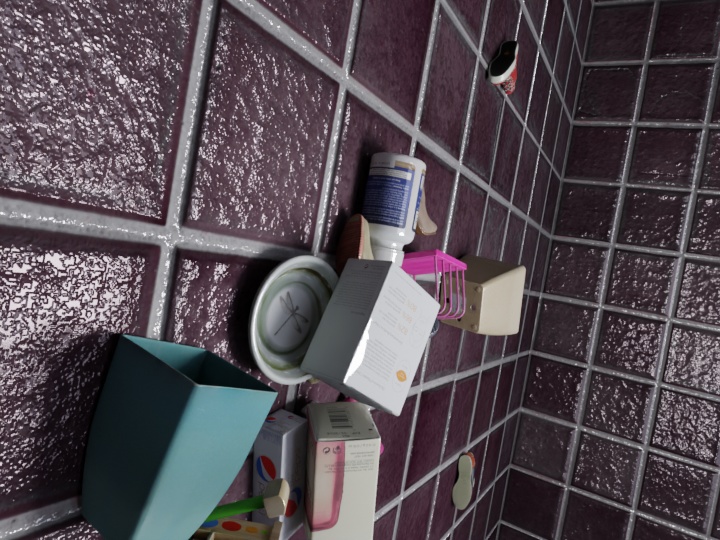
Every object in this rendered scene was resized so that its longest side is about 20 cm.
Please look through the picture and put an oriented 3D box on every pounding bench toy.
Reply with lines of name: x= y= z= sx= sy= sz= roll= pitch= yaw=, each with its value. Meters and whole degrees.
pounding bench toy: x=-0.186 y=0.362 z=0.664 sx=0.124 sy=0.153 sz=0.204 roll=136 pitch=-33 yaw=-86

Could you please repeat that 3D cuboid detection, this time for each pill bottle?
pill bottle: x=0.057 y=-0.115 z=0.986 sx=0.110 sy=0.109 sz=0.204 roll=9 pitch=91 yaw=-60

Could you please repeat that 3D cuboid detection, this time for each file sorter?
file sorter: x=0.141 y=0.040 z=1.127 sx=0.199 sy=0.137 sz=0.128 roll=16 pitch=70 yaw=-60

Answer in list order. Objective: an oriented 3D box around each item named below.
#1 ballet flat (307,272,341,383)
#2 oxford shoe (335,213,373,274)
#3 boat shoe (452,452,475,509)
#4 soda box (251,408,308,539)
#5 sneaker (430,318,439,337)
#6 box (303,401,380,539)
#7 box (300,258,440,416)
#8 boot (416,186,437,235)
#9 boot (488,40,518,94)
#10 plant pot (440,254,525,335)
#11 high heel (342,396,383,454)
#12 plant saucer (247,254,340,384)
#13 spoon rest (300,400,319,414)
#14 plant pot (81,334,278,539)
ballet flat: x=-0.067 y=0.101 z=0.893 sx=0.066 sy=0.056 sz=0.204 roll=-8 pitch=106 yaw=-67
oxford shoe: x=0.000 y=0.000 z=0.935 sx=0.073 sy=0.070 sz=0.204 roll=10 pitch=80 yaw=-37
boat shoe: x=0.387 y=0.776 z=1.891 sx=0.062 sy=0.070 sz=0.204 roll=9 pitch=87 yaw=-63
soda box: x=-0.134 y=0.343 z=0.851 sx=0.068 sy=0.063 sz=0.204 roll=-14 pitch=112 yaw=-57
sneaker: x=0.063 y=0.139 z=1.033 sx=0.082 sy=0.197 sz=0.071 roll=69 pitch=6 yaw=-57
box: x=-0.038 y=0.342 z=0.862 sx=0.128 sy=0.107 sz=0.204 roll=-135 pitch=-132 yaw=-72
box: x=0.021 y=0.105 z=0.835 sx=0.152 sy=0.105 sz=0.202 roll=40 pitch=67 yaw=-39
boot: x=0.123 y=-0.153 z=1.132 sx=0.199 sy=0.069 sz=0.149 roll=-14 pitch=109 yaw=-58
boot: x=0.438 y=-0.577 z=1.542 sx=0.201 sy=0.071 sz=0.145 roll=-61 pitch=147 yaw=-35
plant pot: x=0.331 y=0.080 z=1.457 sx=0.176 sy=0.198 sz=0.203 roll=-12 pitch=110 yaw=-46
high heel: x=0.010 y=0.331 z=1.094 sx=0.200 sy=0.067 sz=0.097 roll=40 pitch=75 yaw=-43
plant saucer: x=-0.107 y=0.075 z=0.808 sx=0.199 sy=0.050 sz=0.204 roll=-11 pitch=105 yaw=-49
spoon rest: x=-0.076 y=0.348 z=0.957 sx=0.099 sy=0.060 sz=0.204 roll=-27 pitch=121 yaw=-54
plant pot: x=-0.221 y=0.202 z=0.588 sx=0.141 sy=0.140 sz=0.203 roll=30 pitch=81 yaw=-58
